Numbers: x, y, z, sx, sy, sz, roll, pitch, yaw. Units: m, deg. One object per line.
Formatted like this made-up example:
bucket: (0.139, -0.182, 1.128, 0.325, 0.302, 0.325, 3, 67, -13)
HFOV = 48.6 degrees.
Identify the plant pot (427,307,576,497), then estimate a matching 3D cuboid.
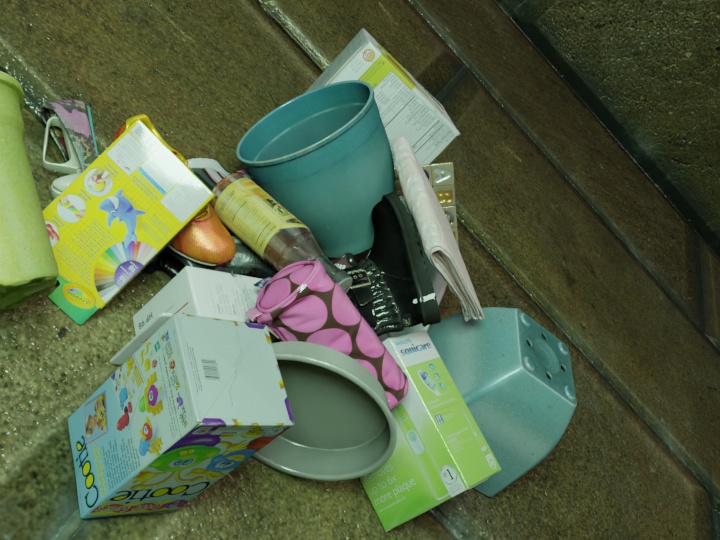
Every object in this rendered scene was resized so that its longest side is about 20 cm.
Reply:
plant pot: (0.193, 0.167, 1.144, 0.196, 0.200, 0.196, 35, 36, -23)

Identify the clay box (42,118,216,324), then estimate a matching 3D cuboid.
clay box: (-0.266, -0.051, 0.856, 0.115, 0.200, 0.048, 46, -3, -9)

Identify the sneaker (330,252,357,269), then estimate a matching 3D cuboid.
sneaker: (-0.065, 0.012, 1.059, 0.200, 0.115, 0.076, -3, 60, -51)

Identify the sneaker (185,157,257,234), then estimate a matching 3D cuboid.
sneaker: (-0.186, -0.089, 1.047, 0.200, 0.080, 0.086, -4, 63, -51)

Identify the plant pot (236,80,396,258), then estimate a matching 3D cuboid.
plant pot: (-0.038, -0.129, 1.099, 0.188, 0.200, 0.200, 62, 25, -31)

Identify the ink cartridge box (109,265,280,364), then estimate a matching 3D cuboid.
ink cartridge box: (-0.169, 0.058, 0.890, 0.200, 0.116, 0.067, 12, 50, -45)

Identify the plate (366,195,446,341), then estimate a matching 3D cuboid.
plate: (0.063, 0.030, 1.118, 0.200, 0.032, 0.200, -62, 142, -21)

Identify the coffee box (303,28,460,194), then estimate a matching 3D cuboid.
coffee box: (0.011, -0.233, 1.264, 0.198, 0.200, 0.200, 41, 16, -16)

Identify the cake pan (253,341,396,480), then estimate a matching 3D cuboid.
cake pan: (-0.057, 0.150, 0.856, 0.200, 0.200, 0.037, 39, 38, -17)

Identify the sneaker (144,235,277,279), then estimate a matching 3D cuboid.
sneaker: (-0.175, -0.003, 0.968, 0.200, 0.066, 0.091, 18, 53, -12)

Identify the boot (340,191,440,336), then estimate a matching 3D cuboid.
boot: (0.000, -0.001, 0.987, 0.079, 0.158, 0.211, 74, 2, -49)

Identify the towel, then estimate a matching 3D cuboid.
towel: (0.100, -0.052, 1.059, 0.191, 0.032, 0.200, 55, 15, -50)

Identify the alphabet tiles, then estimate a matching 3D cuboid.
alphabet tiles: (0.065, -0.058, 1.216, 0.008, 0.167, 0.200, -98, -178, -74)

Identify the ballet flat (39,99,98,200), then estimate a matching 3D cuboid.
ballet flat: (-0.328, -0.117, 0.923, 0.071, 0.069, 0.200, -10, 62, -34)

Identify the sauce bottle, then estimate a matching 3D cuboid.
sauce bottle: (-0.093, -0.036, 0.935, 0.200, 0.066, 0.066, 40, 30, 18)

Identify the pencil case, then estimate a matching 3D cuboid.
pencil case: (-0.032, 0.083, 0.869, 0.094, 0.091, 0.200, -45, 116, -15)

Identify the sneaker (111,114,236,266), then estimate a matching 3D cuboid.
sneaker: (-0.215, -0.088, 0.914, 0.200, 0.077, 0.073, 49, 50, -2)

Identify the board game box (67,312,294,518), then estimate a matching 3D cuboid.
board game box: (-0.170, 0.139, 0.732, 0.103, 0.200, 0.105, 12, 49, -44)

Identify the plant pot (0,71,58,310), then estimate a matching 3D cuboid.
plant pot: (-0.367, -0.050, 0.712, 0.200, 0.200, 0.184, -20, 85, -56)

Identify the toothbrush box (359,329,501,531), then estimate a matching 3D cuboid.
toothbrush box: (0.057, 0.198, 0.999, 0.086, 0.146, 0.200, -5, 63, -52)
